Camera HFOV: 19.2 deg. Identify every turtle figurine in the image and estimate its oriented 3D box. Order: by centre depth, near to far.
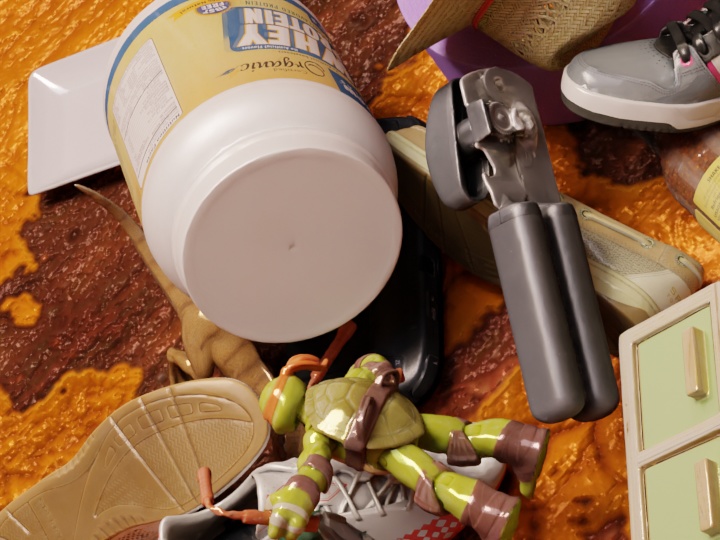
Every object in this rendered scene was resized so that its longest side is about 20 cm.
[{"bbox_3d":[0.015,0.081,1.107,0.161,0.065,0.200,18,29,12],"label":"turtle figurine"}]

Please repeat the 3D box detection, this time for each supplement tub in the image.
[{"bbox_3d":[-0.061,-0.064,1.209,0.144,0.145,0.200,-35,36,6],"label":"supplement tub"}]

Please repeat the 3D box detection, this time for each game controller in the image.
[{"bbox_3d":[0.000,0.000,1.268,0.104,0.042,0.201,-24,51,33],"label":"game controller"}]

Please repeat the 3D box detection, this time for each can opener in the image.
[{"bbox_3d":[0.082,-0.012,1.137,0.067,0.053,0.201,-27,69,46],"label":"can opener"}]

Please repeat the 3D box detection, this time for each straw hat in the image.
[{"bbox_3d":[0.106,-0.158,1.173,0.085,0.201,0.201,38,83,1],"label":"straw hat"}]

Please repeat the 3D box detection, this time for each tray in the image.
[{"bbox_3d":[-0.131,-0.118,1.416,0.199,0.022,0.108,-18,55,18],"label":"tray"}]

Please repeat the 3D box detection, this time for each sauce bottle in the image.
[{"bbox_3d":[0.209,-0.045,1.155,0.066,0.066,0.200,-41,52,1],"label":"sauce bottle"}]

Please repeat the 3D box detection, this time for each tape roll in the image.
[{"bbox_3d":[0.123,-0.189,1.291,0.200,0.066,0.201,-13,57,22],"label":"tape roll"}]

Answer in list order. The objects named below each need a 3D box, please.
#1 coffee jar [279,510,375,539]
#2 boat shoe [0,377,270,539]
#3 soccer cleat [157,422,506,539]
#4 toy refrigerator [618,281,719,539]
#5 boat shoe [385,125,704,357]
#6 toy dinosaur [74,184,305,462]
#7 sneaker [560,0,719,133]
[{"bbox_3d":[-0.051,0.228,1.101,0.200,0.085,0.104,-50,58,8],"label":"coffee jar"},{"bbox_3d":[-0.126,0.120,1.228,0.200,0.069,0.071,-31,77,22],"label":"boat shoe"},{"bbox_3d":[-0.016,0.129,1.161,0.200,0.085,0.069,-23,53,16],"label":"soccer cleat"},{"bbox_3d":[0.178,0.113,1.057,0.076,0.070,0.201,-32,46,43],"label":"toy refrigerator"},{"bbox_3d":[0.097,-0.028,1.197,0.200,0.073,0.063,33,66,28],"label":"boat shoe"},{"bbox_3d":[-0.091,0.030,1.245,0.060,0.106,0.200,-39,86,-26],"label":"toy dinosaur"},{"bbox_3d":[0.206,-0.143,1.132,0.199,0.121,0.084,-7,33,-8],"label":"sneaker"}]
